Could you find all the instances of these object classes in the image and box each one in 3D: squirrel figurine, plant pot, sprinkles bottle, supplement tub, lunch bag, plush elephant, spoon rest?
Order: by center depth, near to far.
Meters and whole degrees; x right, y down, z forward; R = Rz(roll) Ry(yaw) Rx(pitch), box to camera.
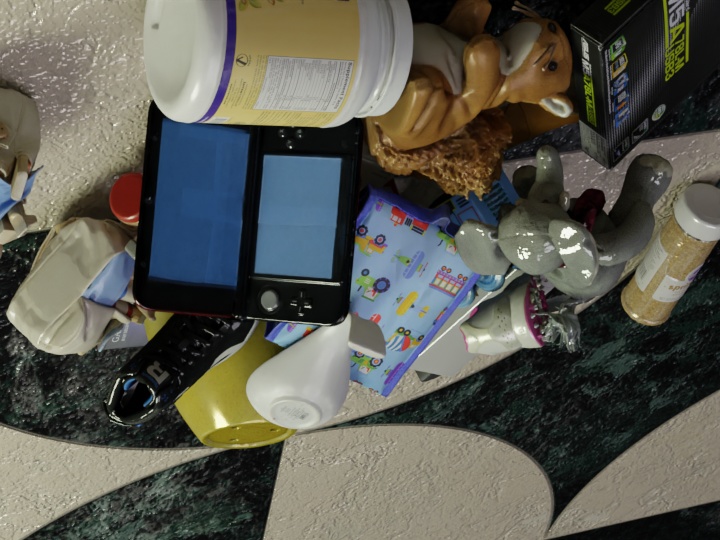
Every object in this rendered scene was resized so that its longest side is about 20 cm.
[{"bbox_3d":[-0.070,-0.196,1.400,0.198,0.146,0.146,-1,143,-29],"label":"supplement tub"},{"bbox_3d":[0.099,-0.166,1.528,0.185,0.142,0.201,-8,138,-19],"label":"squirrel figurine"},{"bbox_3d":[0.182,-0.042,1.546,0.164,0.202,0.155,4,160,30],"label":"plush elephant"},{"bbox_3d":[-0.038,0.096,1.592,0.099,0.061,0.200,23,142,-21],"label":"spoon rest"},{"bbox_3d":[0.021,0.007,1.610,0.150,0.094,0.200,27,125,-26],"label":"lunch bag"},{"bbox_3d":[-0.124,0.105,1.728,0.198,0.143,0.200,-6,160,-2],"label":"plant pot"},{"bbox_3d":[0.380,-0.017,1.985,0.068,0.069,0.201,-5,145,-22],"label":"sprinkles bottle"}]

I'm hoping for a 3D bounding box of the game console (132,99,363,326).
[{"bbox_3d":[-0.101,-0.055,1.520,0.171,0.202,0.118,4,178,27],"label":"game console"}]

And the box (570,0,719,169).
[{"bbox_3d":[0.284,-0.222,1.585,0.193,0.047,0.200,-40,150,-15],"label":"box"}]

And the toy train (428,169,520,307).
[{"bbox_3d":[0.100,-0.023,1.741,0.086,0.115,0.200,-31,180,-42],"label":"toy train"}]

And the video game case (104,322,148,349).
[{"bbox_3d":[-0.177,0.031,1.788,0.198,0.019,0.143,-4,143,-24],"label":"video game case"}]

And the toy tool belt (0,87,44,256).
[{"bbox_3d":[-0.349,-0.062,1.459,0.124,0.124,0.200,9,137,-38],"label":"toy tool belt"}]

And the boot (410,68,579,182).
[{"bbox_3d":[0.147,-0.147,1.678,0.199,0.071,0.144,-4,150,-20],"label":"boot"}]

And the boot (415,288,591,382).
[{"bbox_3d":[0.171,0.061,1.980,0.164,0.066,0.200,-2,148,-47],"label":"boot"}]

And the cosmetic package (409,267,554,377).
[{"bbox_3d":[0.124,0.019,1.858,0.084,0.108,0.200,13,133,-43],"label":"cosmetic package"}]

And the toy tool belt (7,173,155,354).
[{"bbox_3d":[-0.243,-0.002,1.614,0.200,0.125,0.123,-50,155,8],"label":"toy tool belt"}]

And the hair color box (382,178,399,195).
[{"bbox_3d":[0.000,0.000,1.757,0.063,0.112,0.201,-6,145,-21],"label":"hair color box"}]

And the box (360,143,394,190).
[{"bbox_3d":[-0.062,-0.073,1.654,0.082,0.069,0.200,16,132,-45],"label":"box"}]

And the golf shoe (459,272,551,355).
[{"bbox_3d":[0.151,0.047,1.711,0.091,0.076,0.200,-18,179,11],"label":"golf shoe"}]

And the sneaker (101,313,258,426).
[{"bbox_3d":[-0.170,0.080,1.596,0.200,0.073,0.112,-48,179,17],"label":"sneaker"}]
